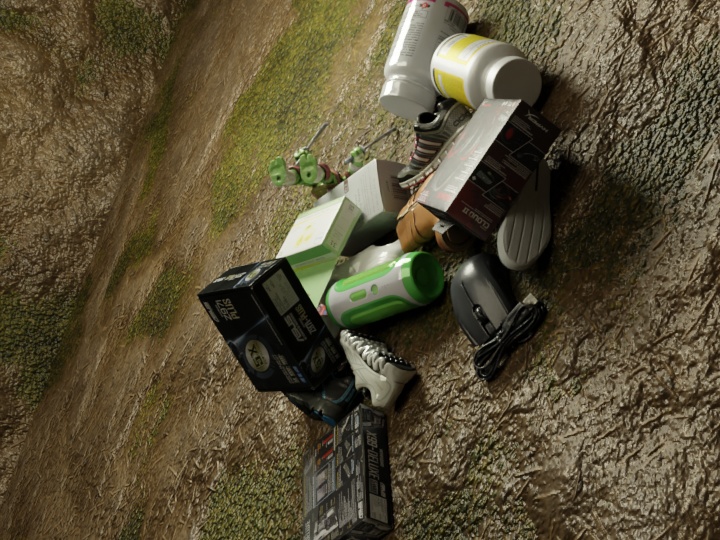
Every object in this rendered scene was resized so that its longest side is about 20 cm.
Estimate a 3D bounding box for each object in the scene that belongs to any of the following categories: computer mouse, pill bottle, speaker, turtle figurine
[{"bbox_3d":[0.168,0.040,1.465,0.139,0.053,0.200,-53,28,23],"label":"computer mouse"},{"bbox_3d":[0.107,-0.370,1.868,0.113,0.113,0.200,-4,63,61],"label":"pill bottle"},{"bbox_3d":[0.035,0.032,1.661,0.200,0.088,0.089,-22,48,45],"label":"speaker"},{"bbox_3d":[0.194,-0.297,1.647,0.111,0.111,0.200,-61,26,7],"label":"pill bottle"},{"bbox_3d":[-0.069,-0.204,1.948,0.144,0.194,0.200,33,108,24],"label":"turtle figurine"}]

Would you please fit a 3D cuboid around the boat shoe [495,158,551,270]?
[{"bbox_3d":[0.217,-0.071,1.470,0.071,0.072,0.200,-45,21,49],"label":"boat shoe"}]

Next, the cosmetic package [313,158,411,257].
[{"bbox_3d":[0.002,-0.104,1.848,0.200,0.074,0.102,-31,60,47],"label":"cosmetic package"}]

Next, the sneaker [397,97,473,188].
[{"bbox_3d":[0.113,-0.205,1.706,0.074,0.088,0.200,-31,-7,-40],"label":"sneaker"}]

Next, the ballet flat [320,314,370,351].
[{"bbox_3d":[-0.077,0.100,1.791,0.200,0.072,0.068,-4,68,44],"label":"ballet flat"}]

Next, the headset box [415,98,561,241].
[{"bbox_3d":[0.165,-0.132,1.468,0.200,0.075,0.149,-56,16,1],"label":"headset box"}]

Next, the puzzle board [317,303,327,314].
[{"bbox_3d":[-0.071,0.090,1.856,0.151,0.017,0.200,27,91,48],"label":"puzzle board"}]

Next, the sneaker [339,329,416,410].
[{"bbox_3d":[0.011,0.147,1.645,0.200,0.075,0.081,38,110,64],"label":"sneaker"}]

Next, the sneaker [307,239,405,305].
[{"bbox_3d":[0.000,0.000,1.784,0.200,0.075,0.089,-17,38,33],"label":"sneaker"}]

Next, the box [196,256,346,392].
[{"bbox_3d":[-0.143,0.090,1.725,0.164,0.200,0.086,-9,27,51],"label":"box"}]

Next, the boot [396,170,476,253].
[{"bbox_3d":[0.107,-0.071,1.645,0.155,0.077,0.200,-41,33,38],"label":"boot"}]

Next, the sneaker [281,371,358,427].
[{"bbox_3d":[-0.064,0.198,1.754,0.082,0.073,0.200,-53,29,-14],"label":"sneaker"}]

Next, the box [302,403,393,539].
[{"bbox_3d":[-0.023,0.320,1.574,0.158,0.050,0.200,-46,31,34],"label":"box"}]

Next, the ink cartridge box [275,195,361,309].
[{"bbox_3d":[-0.088,-0.019,1.789,0.145,0.048,0.200,-16,41,53],"label":"ink cartridge box"}]
